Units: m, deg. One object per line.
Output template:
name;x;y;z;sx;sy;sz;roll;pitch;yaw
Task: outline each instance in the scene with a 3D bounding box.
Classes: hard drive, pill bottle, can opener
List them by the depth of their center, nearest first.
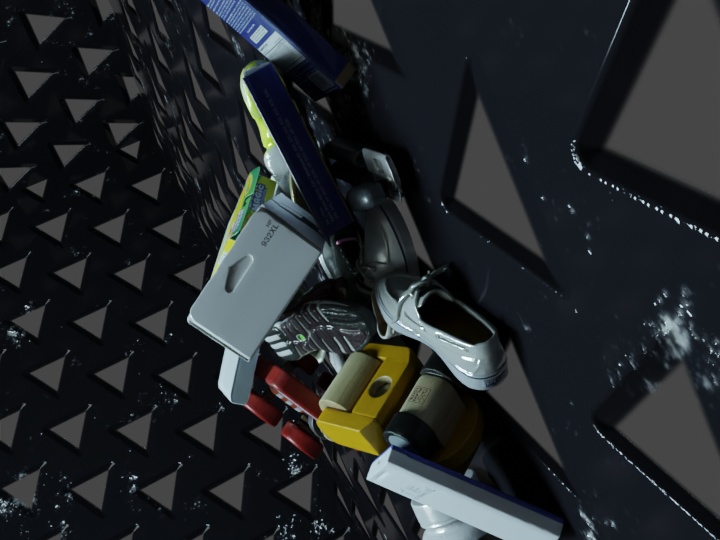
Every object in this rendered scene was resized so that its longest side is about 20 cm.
hard drive;0.111;0.255;0.870;0.197;0.026;0.132;23;156;0
can opener;-0.008;-0.110;0.872;0.200;0.066;0.054;34;147;64
pill bottle;0.149;0.374;1.009;0.202;0.113;0.114;64;166;1
hard drive;-0.168;0.110;1.083;0.200;0.026;0.134;168;114;-74

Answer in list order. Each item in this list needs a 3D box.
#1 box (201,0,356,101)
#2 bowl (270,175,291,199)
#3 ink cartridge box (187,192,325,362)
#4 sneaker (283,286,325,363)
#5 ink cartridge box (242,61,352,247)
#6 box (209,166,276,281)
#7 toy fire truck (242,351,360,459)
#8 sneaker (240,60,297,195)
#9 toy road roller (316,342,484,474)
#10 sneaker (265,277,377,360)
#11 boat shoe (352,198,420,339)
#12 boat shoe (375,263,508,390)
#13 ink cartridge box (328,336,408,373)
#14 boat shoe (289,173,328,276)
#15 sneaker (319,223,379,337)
box;-0.102;-0.268;0.845;0.199;0.033;0.121;38;173;-18
bowl;-0.117;-0.061;1.217;0.201;0.089;0.204;-162;90;-76
ink cartridge box;-0.108;0.000;0.881;0.083;0.146;0.200;34;-173;-5
sneaker;-0.107;0.077;1.178;0.200;0.066;0.091;38;-134;-47
ink cartridge box;-0.072;-0.143;0.892;0.200;0.046;0.200;63;178;-18
box;-0.175;-0.061;1.162;0.200;0.048;0.119;129;157;-62
toy fire truck;-0.065;0.189;1.061;0.200;0.113;0.167;42;169;-21
sneaker;-0.113;-0.211;1.113;0.106;0.074;0.203;-103;-3;-61
toy road roller;0.059;0.184;0.940;0.198;0.123;0.147;4;138;46
sneaker;-0.034;0.043;0.957;0.198;0.116;0.076;-14;119;48
boat shoe;0.026;0.001;0.924;0.071;0.069;0.202;49;159;46
boat shoe;0.075;0.036;0.803;0.202;0.074;0.087;44;156;48
ink cartridge box;0.024;0.147;1.143;0.201;0.083;0.146;53;162;38
boat shoe;-0.062;-0.074;1.116;0.066;0.071;0.203;32;149;56
sneaker;0.000;0.000;1.048;0.099;0.070;0.204;-15;86;54
